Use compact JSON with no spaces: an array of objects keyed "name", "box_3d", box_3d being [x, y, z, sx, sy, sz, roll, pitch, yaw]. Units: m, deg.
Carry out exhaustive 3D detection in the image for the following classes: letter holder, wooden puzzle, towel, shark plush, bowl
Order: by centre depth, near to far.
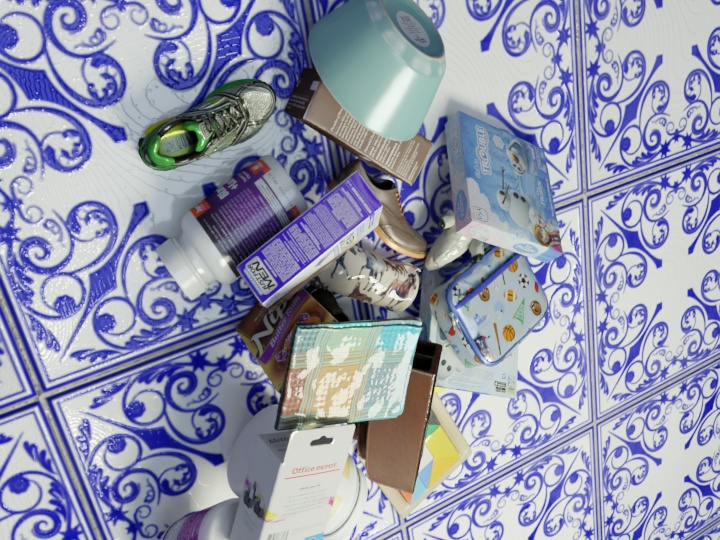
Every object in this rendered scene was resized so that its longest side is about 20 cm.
[{"name":"towel","box_3d":[-0.011,0.134,0.790,0.195,0.022,0.152,1,109,-35]},{"name":"bowl","box_3d":[0.038,-0.287,0.804,0.197,0.206,0.105,24,136,-29]},{"name":"letter holder","box_3d":[0.038,0.210,0.937,0.137,0.101,0.207,12,110,11]},{"name":"shark plush","box_3d":[0.163,-0.089,0.995,0.089,0.083,0.204,29,61,-10]},{"name":"wooden puzzle","box_3d":[0.106,0.338,1.117,0.184,0.037,0.203,-38,117,-12]}]

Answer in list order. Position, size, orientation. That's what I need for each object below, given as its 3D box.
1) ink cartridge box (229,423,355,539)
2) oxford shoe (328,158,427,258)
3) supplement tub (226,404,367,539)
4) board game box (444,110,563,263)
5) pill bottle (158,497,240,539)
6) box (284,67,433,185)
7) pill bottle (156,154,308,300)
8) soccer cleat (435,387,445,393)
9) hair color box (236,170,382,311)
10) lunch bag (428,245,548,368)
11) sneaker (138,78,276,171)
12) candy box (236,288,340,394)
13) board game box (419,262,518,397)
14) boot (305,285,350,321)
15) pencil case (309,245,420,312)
[{"name":"ink cartridge box","box_3d":[-0.090,0.282,0.808,0.113,0.067,0.206,6,106,-43]},{"name":"oxford shoe","box_3d":[0.044,-0.091,0.937,0.198,0.072,0.073,35,107,-29]},{"name":"supplement tub","box_3d":[-0.095,0.321,0.954,0.146,0.145,0.200,-49,119,-5]},{"name":"board game box","box_3d":[0.229,-0.132,0.975,0.194,0.043,0.206,14,60,-28]},{"name":"pill bottle","box_3d":[-0.228,0.411,0.887,0.111,0.115,0.198,34,132,-28]},{"name":"box","box_3d":[-0.002,-0.205,0.873,0.197,0.100,0.076,28,96,-29]},{"name":"pill bottle","box_3d":[-0.173,-0.055,0.829,0.198,0.111,0.113,-38,117,-11]},{"name":"soccer cleat","box_3d":[0.065,0.179,1.049,0.196,0.066,0.084,21,122,-32]},{"name":"hair color box","box_3d":[-0.064,-0.034,0.813,0.198,0.109,0.065,-38,84,-6]},{"name":"lunch bag","box_3d":[0.207,0.051,0.990,0.198,0.075,0.163,-34,97,-30]},{"name":"sneaker","box_3d":[-0.192,-0.184,0.798,0.197,0.085,0.080,-34,116,-14]},{"name":"candy box","box_3d":[-0.096,0.089,0.856,0.056,0.199,0.118,41,86,-31]},{"name":"board game box","box_3d":[0.188,0.102,1.046,0.195,0.043,0.206,14,77,-27]},{"name":"boot","box_3d":[-0.046,0.131,0.950,0.073,0.097,0.207,-16,111,-20]},{"name":"pencil case","box_3d":[0.000,0.000,0.947,0.195,0.078,0.091,20,110,-28]}]
